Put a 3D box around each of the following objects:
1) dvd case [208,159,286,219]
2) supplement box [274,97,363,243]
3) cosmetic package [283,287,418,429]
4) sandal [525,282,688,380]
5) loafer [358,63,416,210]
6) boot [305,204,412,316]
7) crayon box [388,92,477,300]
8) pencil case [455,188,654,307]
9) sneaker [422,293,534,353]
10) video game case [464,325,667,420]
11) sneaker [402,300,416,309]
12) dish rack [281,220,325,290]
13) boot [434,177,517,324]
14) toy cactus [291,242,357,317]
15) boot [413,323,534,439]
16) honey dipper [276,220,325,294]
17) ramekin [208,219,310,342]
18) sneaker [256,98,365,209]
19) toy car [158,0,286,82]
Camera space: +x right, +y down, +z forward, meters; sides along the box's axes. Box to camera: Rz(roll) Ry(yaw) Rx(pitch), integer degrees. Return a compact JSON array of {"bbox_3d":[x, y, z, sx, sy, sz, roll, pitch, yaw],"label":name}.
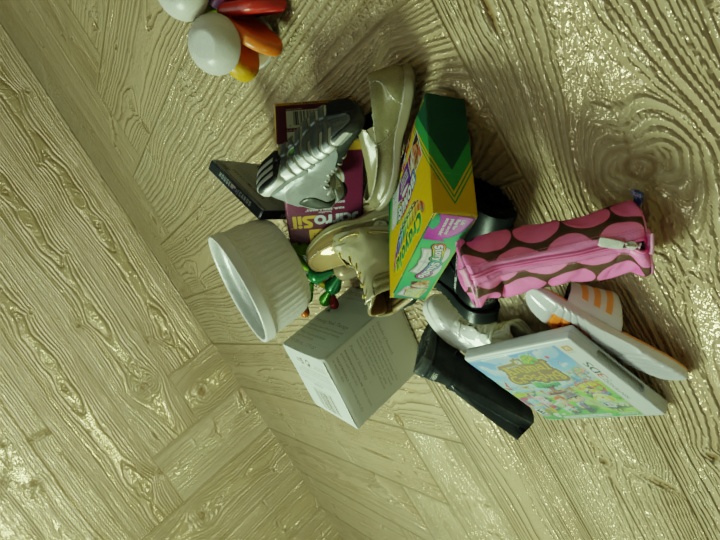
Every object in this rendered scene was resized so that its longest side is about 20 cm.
[{"bbox_3d":[-0.161,-0.147,1.039,0.150,0.198,0.025,43,115,21],"label":"dvd case"},{"bbox_3d":[-0.062,-0.152,0.886,0.202,0.127,0.105,89,173,-50],"label":"supplement box"},{"bbox_3d":[-0.012,0.165,1.129,0.166,0.199,0.169,8,130,54],"label":"cosmetic package"},{"bbox_3d":[0.295,0.060,0.675,0.204,0.060,0.079,29,167,5],"label":"sandal"},{"bbox_3d":[0.025,-0.178,0.761,0.077,0.066,0.204,-92,10,-58],"label":"loafer"},{"bbox_3d":[0.000,0.000,0.870,0.196,0.159,0.073,-20,145,23],"label":"boot"},{"bbox_3d":[0.083,-0.086,0.724,0.057,0.176,0.201,6,150,-8],"label":"crayon box"},{"bbox_3d":[0.197,-0.015,0.592,0.196,0.094,0.093,-14,105,16],"label":"pencil case"},{"bbox_3d":[0.191,0.087,0.858,0.199,0.074,0.116,39,150,8],"label":"sneaker"},{"bbox_3d":[0.265,0.146,0.758,0.181,0.022,0.199,36,152,-15],"label":"video game case"},{"bbox_3d":[0.019,-0.007,1.017,0.201,0.075,0.079,51,156,6],"label":"sneaker"},{"bbox_3d":[-0.112,-0.052,1.174,0.153,0.054,0.202,41,140,21],"label":"dish rack"},{"bbox_3d":[0.140,-0.048,0.777,0.201,0.075,0.172,-126,34,-56],"label":"boot"},{"bbox_3d":[-0.065,0.007,1.083,0.104,0.161,0.203,-92,-13,-48],"label":"toy cactus"},{"bbox_3d":[0.189,0.162,0.927,0.197,0.166,0.066,29,125,0],"label":"boot"},{"bbox_3d":[-0.131,-0.040,1.268,0.202,0.038,0.038,55,154,2],"label":"honey dipper"},{"bbox_3d":[-0.168,0.010,0.973,0.201,0.104,0.202,50,157,29],"label":"ramekin"},{"bbox_3d":[-0.043,-0.146,0.768,0.198,0.077,0.114,-26,143,37],"label":"sneaker"},{"bbox_3d":[-0.187,-0.396,0.837,0.148,0.175,0.203,-24,103,27],"label":"toy car"}]
